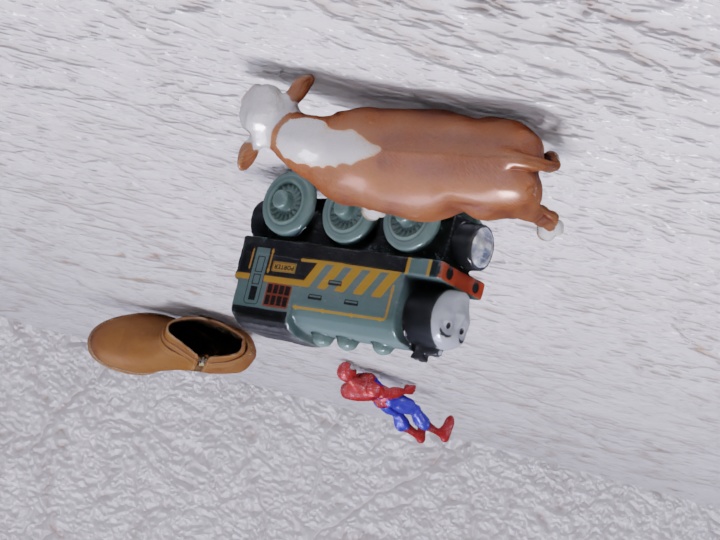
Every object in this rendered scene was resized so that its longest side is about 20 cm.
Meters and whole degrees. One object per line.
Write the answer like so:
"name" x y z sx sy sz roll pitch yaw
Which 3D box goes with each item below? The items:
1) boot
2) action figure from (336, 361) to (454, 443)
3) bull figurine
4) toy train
"boot" -0.217 0.084 2.466 0.198 0.077 0.155 12 173 0
"action figure" 0.034 0.154 2.606 0.065 0.052 0.200 0 159 39
"bull figurine" 0.025 -0.062 1.239 0.199 0.066 0.121 13 175 26
"toy train" 0.000 0.000 1.491 0.199 0.115 0.085 8 170 36
